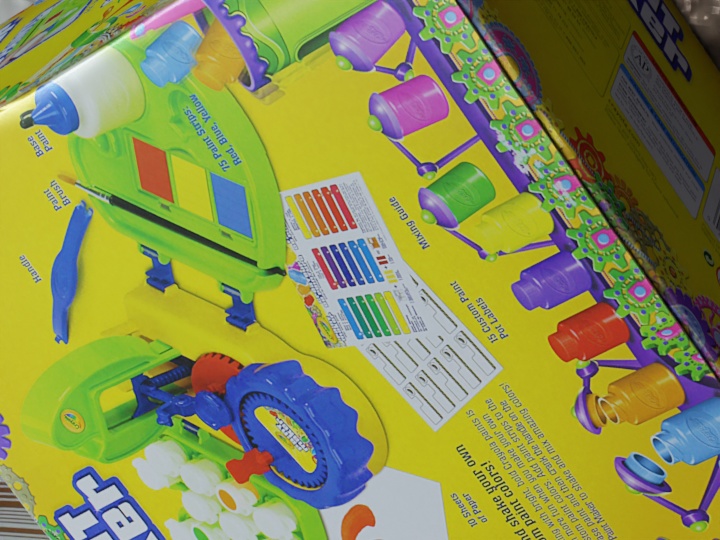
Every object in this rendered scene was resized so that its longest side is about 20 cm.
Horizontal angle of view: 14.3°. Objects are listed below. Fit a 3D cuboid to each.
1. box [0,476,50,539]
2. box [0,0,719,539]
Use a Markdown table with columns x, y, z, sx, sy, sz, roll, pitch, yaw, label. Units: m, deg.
| x | y | z | sx | sy | sz | roll | pitch | yaw | label |
| --- | --- | --- | --- | --- | --- | --- | --- | --- | --- |
| -0.139 | 0.152 | 0.853 | 0.163 | 0.166 | 0.201 | 1 | 119 | 11 | box |
| 0.000 | 0.000 | 0.765 | 0.192 | 0.122 | 0.200 | -27 | 108 | 26 | box |
